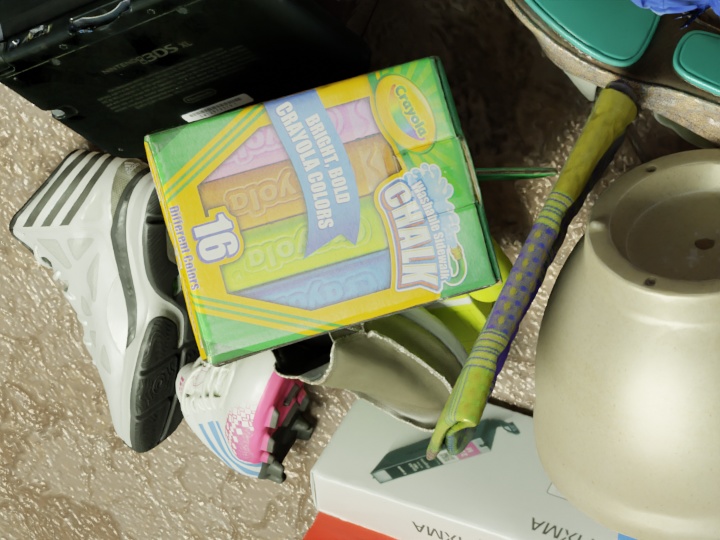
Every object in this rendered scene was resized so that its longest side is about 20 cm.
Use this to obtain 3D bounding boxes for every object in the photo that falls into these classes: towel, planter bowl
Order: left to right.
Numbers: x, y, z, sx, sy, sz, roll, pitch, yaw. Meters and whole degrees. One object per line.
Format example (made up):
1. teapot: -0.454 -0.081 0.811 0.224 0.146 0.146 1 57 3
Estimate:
1. towel: 0.090 0.002 1.365 0.023 0.201 0.144 26 167 3
2. planter bowl: 0.181 0.025 1.342 0.199 0.200 0.135 11 134 25

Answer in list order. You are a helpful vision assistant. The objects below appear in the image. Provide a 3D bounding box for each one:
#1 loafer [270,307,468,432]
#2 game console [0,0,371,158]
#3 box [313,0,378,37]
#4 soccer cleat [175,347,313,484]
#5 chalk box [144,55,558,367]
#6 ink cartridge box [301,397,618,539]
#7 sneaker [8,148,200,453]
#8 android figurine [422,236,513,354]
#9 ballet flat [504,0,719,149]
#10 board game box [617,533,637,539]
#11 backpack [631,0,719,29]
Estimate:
1. loafer: -0.018 0.042 1.477 0.200 0.070 0.075 33 141 -24
2. game console: -0.111 -0.166 1.417 0.199 0.117 0.176 -16 143 39
3. box: -0.042 -0.163 1.439 0.100 0.075 0.200 31 135 7
4. soccer cleat: -0.077 0.079 1.593 0.086 0.070 0.200 28 163 7
5. chalk box: -0.001 -0.036 1.357 0.199 0.124 0.124 -16 90 -5
6. ink cartridge box: 0.060 0.157 1.540 0.199 0.174 0.044 17 139 19
7. sneaker: -0.159 0.011 1.651 0.115 0.076 0.201 21 124 28
8. android figurine: 0.000 0.000 1.510 0.181 0.041 0.200 -7 142 27
9. ballet flat: 0.150 -0.105 1.371 0.199 0.068 0.067 31 150 9
10. board game box: 0.241 0.179 1.468 0.199 0.045 0.153 -4 127 -7
11. backpack: 0.149 -0.184 1.144 0.162 0.200 0.168 -39 87 1
